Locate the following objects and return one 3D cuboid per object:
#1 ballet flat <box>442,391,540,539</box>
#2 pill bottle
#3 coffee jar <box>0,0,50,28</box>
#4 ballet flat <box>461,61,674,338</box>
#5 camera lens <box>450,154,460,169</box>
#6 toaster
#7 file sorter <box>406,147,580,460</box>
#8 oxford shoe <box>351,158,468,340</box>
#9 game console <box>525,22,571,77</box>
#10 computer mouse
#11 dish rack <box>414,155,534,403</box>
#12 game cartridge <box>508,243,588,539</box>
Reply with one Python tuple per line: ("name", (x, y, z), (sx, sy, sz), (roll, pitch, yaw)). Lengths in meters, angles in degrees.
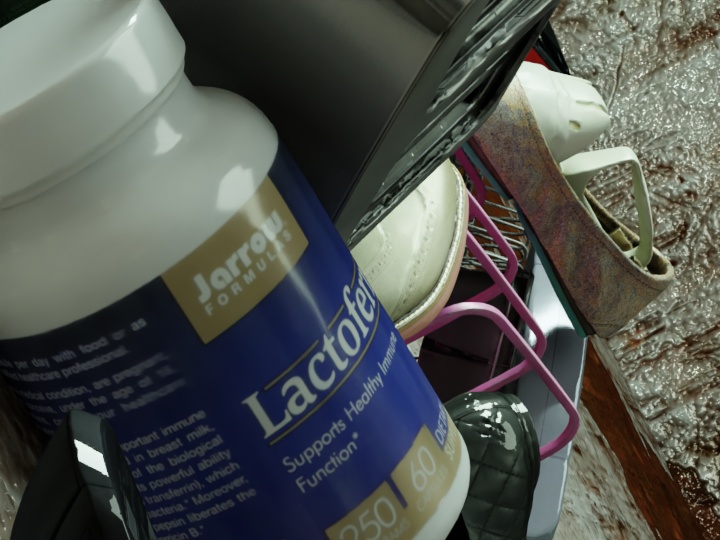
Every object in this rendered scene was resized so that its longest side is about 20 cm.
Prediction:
("ballet flat", (0.044, 0.140, 1.118), (0.066, 0.057, 0.201), (-138, -140, -55))
("pill bottle", (-0.058, 0.014, 0.826), (0.200, 0.115, 0.116), (58, 10, -23))
("coffee jar", (-0.095, -0.090, 1.012), (0.200, 0.085, 0.104), (52, 8, -49))
("ballet flat", (0.093, -0.051, 1.222), (0.200, 0.067, 0.068), (55, 13, -40))
("camera lens", (-0.021, -0.144, 1.360), (0.200, 0.160, 0.160), (51, 15, -52))
("toaster", (0.001, -0.110, 0.886), (0.119, 0.181, 0.200), (40, 50, 8))
("file sorter", (0.000, 0.000, 1.169), (0.139, 0.125, 0.200), (52, 14, -50))
("oxford shoe", (-0.012, -0.006, 1.012), (0.200, 0.070, 0.074), (-53, 143, -48))
("game console", (0.046, -0.176, 1.279), (0.177, 0.031, 0.200), (69, 12, 19))
("computer mouse", (-0.056, 0.145, 0.691), (0.141, 0.046, 0.201), (-109, 180, -63))
("dish rack", (0.054, 0.031, 1.336), (0.200, 0.054, 0.154), (-74, 177, -63))
("game cartridge", (0.087, 0.081, 1.331), (0.134, 0.040, 0.201), (97, 4, -51))
